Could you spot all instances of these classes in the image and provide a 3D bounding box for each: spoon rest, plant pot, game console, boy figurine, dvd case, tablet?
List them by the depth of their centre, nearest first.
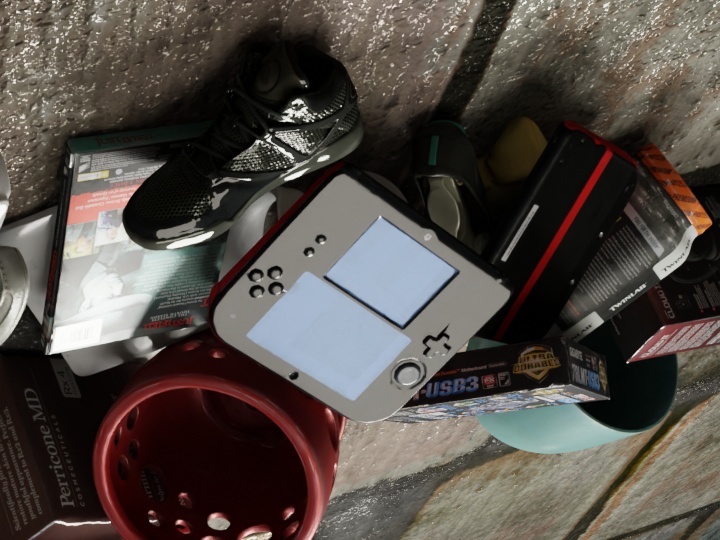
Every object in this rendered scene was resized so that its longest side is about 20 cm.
[{"bbox_3d":[-0.167,-0.025,1.389,0.145,0.022,0.201,-11,135,-29],"label":"dvd case"},{"bbox_3d":[-0.002,0.024,1.432,0.200,0.031,0.177,34,114,-31],"label":"game console"},{"bbox_3d":[-0.201,0.009,1.443,0.129,0.014,0.200,-22,142,1],"label":"tablet"},{"bbox_3d":[-0.106,-0.020,1.494,0.099,0.061,0.200,17,148,-35],"label":"spoon rest"},{"bbox_3d":[0.156,-0.026,1.557,0.201,0.031,0.177,-60,149,8],"label":"game console"},{"bbox_3d":[-0.108,0.137,1.558,0.200,0.201,0.183,-36,-168,27],"label":"plant pot"},{"bbox_3d":[0.117,-0.063,1.605,0.124,0.065,0.200,-4,152,-32],"label":"boy figurine"},{"bbox_3d":[0.202,0.098,1.876,0.200,0.202,0.161,-3,159,-40],"label":"plant pot"}]

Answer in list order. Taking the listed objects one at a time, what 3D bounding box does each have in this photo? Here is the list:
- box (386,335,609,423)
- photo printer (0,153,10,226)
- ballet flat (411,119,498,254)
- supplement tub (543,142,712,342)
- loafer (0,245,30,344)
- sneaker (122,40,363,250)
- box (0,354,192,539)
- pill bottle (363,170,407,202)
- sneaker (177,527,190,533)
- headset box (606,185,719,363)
[{"bbox_3d":[0.111,0.102,1.635,0.197,0.050,0.200,-10,171,17],"label":"box"},{"bbox_3d":[-0.354,-0.019,1.232,0.199,0.070,0.167,-8,152,-34],"label":"photo printer"},{"bbox_3d":[0.081,-0.036,1.533,0.068,0.069,0.200,-6,136,21],"label":"ballet flat"},{"bbox_3d":[0.221,-0.022,1.697,0.200,0.123,0.122,-37,155,8],"label":"supplement tub"},{"bbox_3d":[-0.324,0.042,1.387,0.070,0.070,0.200,-3,153,-49],"label":"loafer"},{"bbox_3d":[-0.090,-0.097,1.293,0.199,0.076,0.115,-30,146,-14],"label":"sneaker"},{"bbox_3d":[-0.276,0.189,1.628,0.164,0.167,0.199,-36,155,28],"label":"box"},{"bbox_3d":[0.000,0.000,1.560,0.114,0.115,0.200,-21,157,-7],"label":"pill bottle"},{"bbox_3d":[-0.196,0.301,1.585,0.199,0.116,0.078,-12,154,-28],"label":"sneaker"},{"bbox_3d":[0.311,0.002,1.821,0.199,0.149,0.077,-9,152,-33],"label":"headset box"}]
